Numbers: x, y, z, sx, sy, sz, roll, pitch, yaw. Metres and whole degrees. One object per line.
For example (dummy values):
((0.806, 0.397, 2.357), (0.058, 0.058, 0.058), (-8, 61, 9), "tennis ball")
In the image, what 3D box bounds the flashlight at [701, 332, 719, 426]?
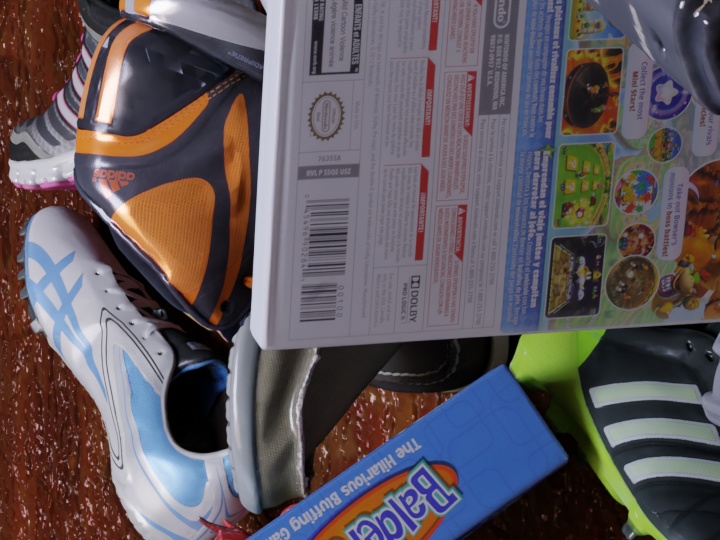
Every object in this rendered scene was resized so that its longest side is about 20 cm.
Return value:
((0.195, 0.065, 0.905), (0.200, 0.068, 0.068), (25, 105, 38), "flashlight")

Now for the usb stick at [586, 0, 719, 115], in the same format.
((0.061, -0.112, 0.886), (0.200, 0.033, 0.056), (49, 162, 45), "usb stick")

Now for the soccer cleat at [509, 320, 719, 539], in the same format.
((0.124, 0.065, 1.010), (0.081, 0.068, 0.200), (-42, 47, 4), "soccer cleat")

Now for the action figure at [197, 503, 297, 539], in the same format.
((-0.028, 0.179, 1.227), (0.065, 0.099, 0.200), (-54, 36, 41), "action figure")

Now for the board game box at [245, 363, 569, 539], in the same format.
((-0.010, 0.106, 1.091), (0.045, 0.152, 0.200), (55, 170, 4), "board game box")

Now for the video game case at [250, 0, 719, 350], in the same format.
((0.065, -0.047, 0.967), (0.018, 0.199, 0.144), (-129, 39, -62), "video game case")

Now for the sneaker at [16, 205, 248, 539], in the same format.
((-0.098, 0.041, 1.349), (0.072, 0.072, 0.200), (-41, 54, 14), "sneaker")

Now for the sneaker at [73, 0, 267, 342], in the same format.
((-0.012, -0.021, 1.057), (0.078, 0.199, 0.112), (-168, 98, -77), "sneaker")

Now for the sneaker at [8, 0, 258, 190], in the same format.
((-0.098, -0.087, 1.297), (0.200, 0.074, 0.088), (-20, 77, 57), "sneaker")

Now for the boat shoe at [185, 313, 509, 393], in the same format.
((-0.018, 0.011, 1.218), (0.201, 0.060, 0.072), (20, 116, 51), "boat shoe")

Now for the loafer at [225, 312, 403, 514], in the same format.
((0.000, 0.000, 1.116), (0.075, 0.069, 0.201), (85, -159, -72), "loafer")

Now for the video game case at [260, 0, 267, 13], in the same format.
((-0.013, -0.189, 1.186), (0.200, 0.022, 0.182), (61, 142, 23), "video game case")
